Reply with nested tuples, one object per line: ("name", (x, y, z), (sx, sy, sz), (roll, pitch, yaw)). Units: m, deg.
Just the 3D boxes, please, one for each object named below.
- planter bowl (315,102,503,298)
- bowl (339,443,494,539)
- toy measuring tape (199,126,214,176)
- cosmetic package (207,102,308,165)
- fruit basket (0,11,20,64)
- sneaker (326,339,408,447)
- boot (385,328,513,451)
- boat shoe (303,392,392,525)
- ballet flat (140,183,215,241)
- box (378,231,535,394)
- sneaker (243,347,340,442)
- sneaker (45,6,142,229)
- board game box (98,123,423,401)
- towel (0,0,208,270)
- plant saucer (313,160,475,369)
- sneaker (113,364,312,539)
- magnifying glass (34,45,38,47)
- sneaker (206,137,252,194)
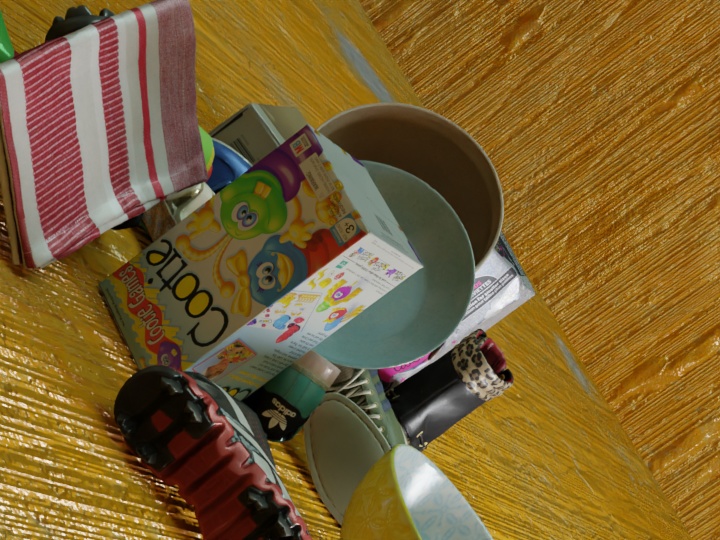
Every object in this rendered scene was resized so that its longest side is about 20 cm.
("planter bowl", (0.024, -0.039, 1.591), (0.201, 0.199, 0.135), (58, -21, 18))
("bowl", (0.040, 0.242, 1.263), (0.201, 0.107, 0.200), (52, 12, -15))
("toy measuring tape", (-0.174, -0.126, 1.537), (0.074, 0.073, 0.201), (46, 15, -38))
("cosmetic package", (-0.105, -0.111, 1.696), (0.071, 0.105, 0.200), (55, 10, 2))
("fruit basket", (-0.275, -0.136, 1.169), (0.201, 0.093, 0.186), (66, -1, -51))
("sneaker", (-0.014, 0.106, 1.479), (0.090, 0.067, 0.201), (56, 14, -56))
("boot", (0.077, 0.123, 1.649), (0.073, 0.150, 0.200), (56, 11, 10))
("boat shoe", (0.014, 0.192, 1.407), (0.202, 0.071, 0.061), (63, 10, -1))
("ballet flat", (-0.145, -0.035, 1.402), (0.068, 0.067, 0.201), (38, 20, -56))
("box", (0.056, 0.016, 1.748), (0.115, 0.199, 0.133), (42, 16, -42))
("sneaker", (-0.071, 0.093, 1.363), (0.071, 0.080, 0.200), (36, -6, -6))
("sneaker", (-0.189, -0.104, 1.246), (0.201, 0.070, 0.099), (90, -7, -55))
("board game box", (-0.074, 0.004, 1.239), (0.103, 0.199, 0.105), (59, 13, 25))
("towel", (-0.176, -0.099, 1.166), (0.200, 0.023, 0.145), (-35, 127, -50))
("plant saucer", (0.000, 0.000, 1.470), (0.202, 0.200, 0.039), (59, -21, 19))
("sneaker", (-0.082, 0.146, 1.125), (0.201, 0.071, 0.098), (54, 13, 3))
("magnifying glass", (-0.231, -0.159, 1.458), (0.080, 0.022, 0.200), (53, 21, 6))
("sneaker", (-0.110, -0.038, 1.529), (0.201, 0.076, 0.111), (62, 2, 4))
